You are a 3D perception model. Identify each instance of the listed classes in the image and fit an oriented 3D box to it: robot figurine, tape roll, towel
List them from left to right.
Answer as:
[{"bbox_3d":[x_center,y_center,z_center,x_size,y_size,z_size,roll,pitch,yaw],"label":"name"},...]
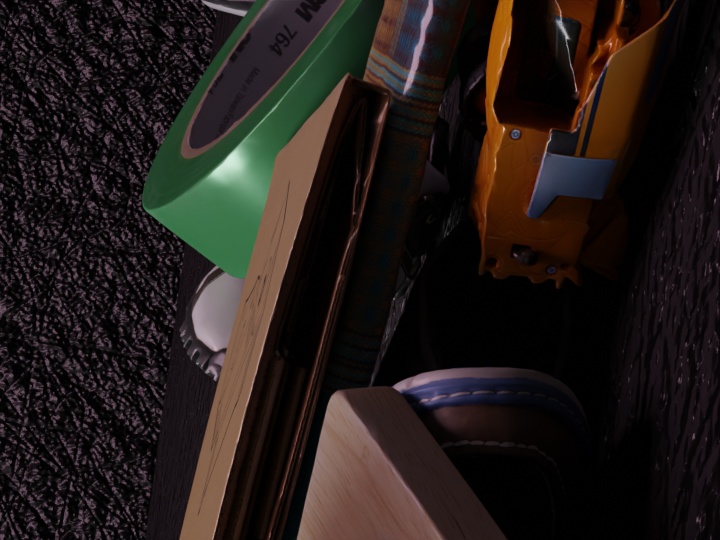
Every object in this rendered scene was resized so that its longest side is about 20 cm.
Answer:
[{"bbox_3d":[-0.007,-0.090,1.058,0.201,0.048,0.201,-49,14,17],"label":"tape roll"},{"bbox_3d":[0.000,0.000,0.867,0.147,0.022,0.201,-112,37,-79],"label":"towel"},{"bbox_3d":[0.069,-0.105,0.779,0.145,0.058,0.201,-92,13,-58],"label":"robot figurine"}]

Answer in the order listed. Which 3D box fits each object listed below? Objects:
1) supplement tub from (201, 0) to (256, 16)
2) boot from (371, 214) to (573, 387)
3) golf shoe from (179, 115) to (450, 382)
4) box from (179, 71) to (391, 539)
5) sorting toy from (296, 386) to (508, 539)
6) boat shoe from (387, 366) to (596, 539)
[{"bbox_3d":[-0.003,-0.211,1.238,0.123,0.122,0.201,-124,45,-80],"label":"supplement tub"},{"bbox_3d":[0.018,0.052,0.939,0.182,0.072,0.201,-94,11,-47],"label":"boot"},{"bbox_3d":[-0.013,-0.011,1.114,0.095,0.077,0.200,-60,-1,28],"label":"golf shoe"},{"bbox_3d":[-0.029,0.029,0.866,0.200,0.021,0.165,148,136,-83],"label":"box"},{"bbox_3d":[-0.004,0.166,0.685,0.200,0.069,0.200,-127,43,-51],"label":"sorting toy"},{"bbox_3d":[0.033,0.103,0.791,0.201,0.072,0.073,92,177,-55],"label":"boat shoe"}]
